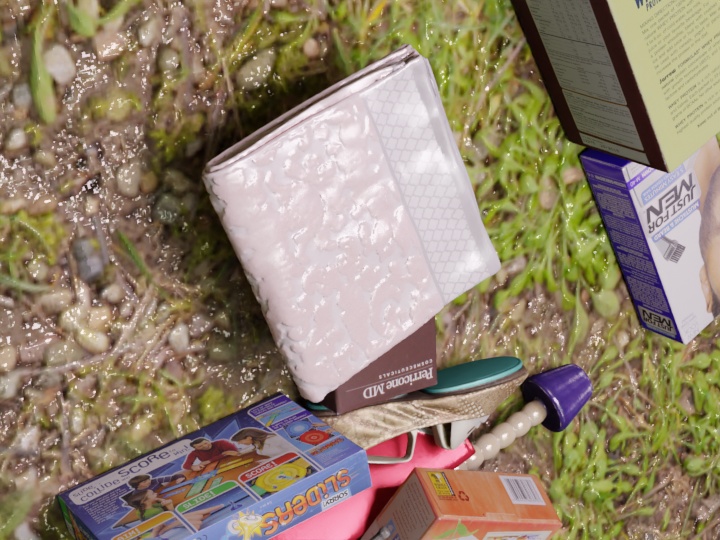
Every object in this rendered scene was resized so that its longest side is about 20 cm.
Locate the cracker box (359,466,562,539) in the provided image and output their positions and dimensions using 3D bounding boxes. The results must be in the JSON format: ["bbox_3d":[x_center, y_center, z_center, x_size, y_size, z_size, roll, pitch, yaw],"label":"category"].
[{"bbox_3d":[0.058,0.251,1.192,0.133,0.058,0.201,9,128,-35],"label":"cracker box"}]

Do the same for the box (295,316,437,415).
[{"bbox_3d":[0.000,0.000,1.119,0.099,0.075,0.202,-15,114,-28],"label":"box"}]

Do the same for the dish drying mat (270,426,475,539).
[{"bbox_3d":[-0.001,0.173,1.181,0.199,0.018,0.077,-31,83,-22],"label":"dish drying mat"}]

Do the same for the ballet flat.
[{"bbox_3d":[0.048,0.121,1.176,0.198,0.070,0.066,-11,100,-14],"label":"ballet flat"}]

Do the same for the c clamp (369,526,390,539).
[{"bbox_3d":[0.009,0.296,1.149,0.170,0.027,0.200,-36,133,14],"label":"c clamp"}]

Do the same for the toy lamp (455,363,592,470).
[{"bbox_3d":[0.121,0.147,1.253,0.199,0.058,0.059,-32,120,-22],"label":"toy lamp"}]

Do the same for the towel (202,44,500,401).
[{"bbox_3d":[0.000,-0.033,1.038,0.190,0.032,0.202,-33,119,-19],"label":"towel"}]

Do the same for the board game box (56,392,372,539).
[{"bbox_3d":[-0.109,0.163,1.060,0.198,0.135,0.035,-23,116,-25],"label":"board game box"}]

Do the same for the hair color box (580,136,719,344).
[{"bbox_3d":[0.284,-0.047,1.296,0.109,0.065,0.201,-38,123,-18],"label":"hair color box"}]

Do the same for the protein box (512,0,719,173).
[{"bbox_3d":[0.246,-0.229,1.169,0.198,0.135,0.201,-38,122,-16],"label":"protein box"}]
